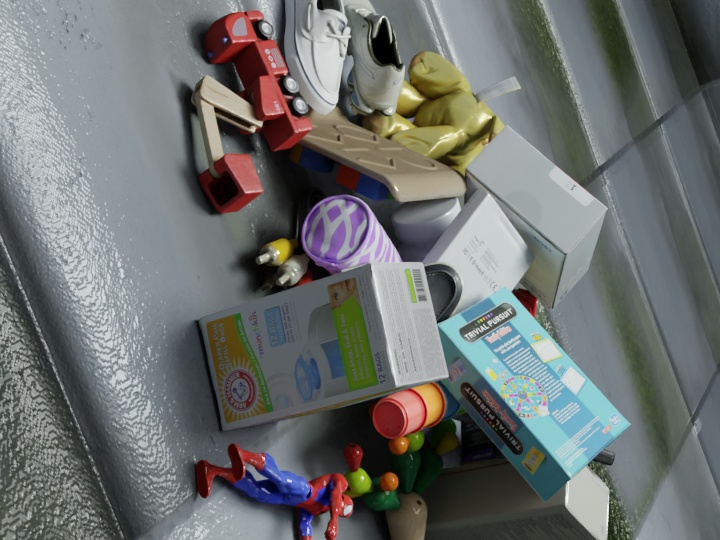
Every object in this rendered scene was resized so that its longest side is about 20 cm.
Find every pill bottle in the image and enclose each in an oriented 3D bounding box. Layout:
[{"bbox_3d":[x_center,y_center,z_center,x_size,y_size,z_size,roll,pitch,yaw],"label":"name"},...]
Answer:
[{"bbox_3d":[0.099,0.018,1.482,0.112,0.111,0.202,-56,134,-55],"label":"pill bottle"}]

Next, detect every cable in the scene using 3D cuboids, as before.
[{"bbox_3d":[-0.053,-0.017,1.337,0.098,0.050,0.200,57,33,-17],"label":"cable"}]

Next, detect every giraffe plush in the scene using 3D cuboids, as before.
[{"bbox_3d":[0.103,-0.164,1.606,0.163,0.197,0.175,82,2,-58],"label":"giraffe plush"}]

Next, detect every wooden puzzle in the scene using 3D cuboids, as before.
[{"bbox_3d":[0.001,-0.123,1.414,0.199,0.047,0.185,32,20,23],"label":"wooden puzzle"}]

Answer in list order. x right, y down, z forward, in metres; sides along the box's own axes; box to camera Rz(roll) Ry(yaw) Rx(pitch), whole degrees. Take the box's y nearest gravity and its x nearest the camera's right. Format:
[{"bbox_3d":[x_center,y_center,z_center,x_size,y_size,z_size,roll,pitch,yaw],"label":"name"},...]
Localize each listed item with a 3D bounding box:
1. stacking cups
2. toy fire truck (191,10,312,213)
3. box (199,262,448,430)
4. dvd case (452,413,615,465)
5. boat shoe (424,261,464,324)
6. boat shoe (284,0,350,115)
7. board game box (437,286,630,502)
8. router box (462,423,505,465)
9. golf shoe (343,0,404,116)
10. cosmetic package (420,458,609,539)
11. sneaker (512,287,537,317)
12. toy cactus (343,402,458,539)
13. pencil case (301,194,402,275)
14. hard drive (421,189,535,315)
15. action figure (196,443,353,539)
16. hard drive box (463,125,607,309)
[{"bbox_3d":[0.072,0.128,1.307,0.199,0.060,0.061,-7,81,-61],"label":"stacking cups"},{"bbox_3d":[-0.123,-0.166,1.290,0.140,0.049,0.202,-16,79,-45],"label":"toy fire truck"},{"bbox_3d":[-0.036,0.071,1.169,0.101,0.198,0.114,-1,77,-59],"label":"box"},{"bbox_3d":[0.189,0.187,1.448,0.141,0.200,0.018,18,84,-10],"label":"dvd case"},{"bbox_3d":[0.023,0.057,1.292,0.075,0.198,0.062,61,-10,1],"label":"boat shoe"},{"bbox_3d":[-0.045,-0.274,1.459,0.073,0.065,0.202,24,47,-47],"label":"boat shoe"},{"bbox_3d":[0.170,0.123,1.317,0.200,0.047,0.150,49,35,14],"label":"board game box"},{"bbox_3d":[0.202,0.213,1.646,0.200,0.052,0.159,39,44,-44],"label":"router box"},{"bbox_3d":[0.012,-0.286,1.520,0.077,0.097,0.202,-8,65,-28],"label":"golf shoe"},{"bbox_3d":[0.163,0.263,1.399,0.104,0.198,0.074,46,42,-39],"label":"cosmetic package"},{"bbox_3d":[0.161,0.015,1.620,0.201,0.114,0.079,61,30,-21],"label":"sneaker"},{"bbox_3d":[0.038,0.222,1.349,0.200,0.101,0.168,-25,115,-63],"label":"toy cactus"},{"bbox_3d":[0.000,0.000,1.349,0.086,0.083,0.200,-66,152,-20],"label":"pencil case"},{"bbox_3d":[0.102,0.028,1.389,0.201,0.027,0.132,-53,136,-9],"label":"hard drive"},{"bbox_3d":[-0.063,0.228,1.175,0.199,0.065,0.100,24,46,-52],"label":"action figure"},{"bbox_3d":[0.202,-0.058,1.515,0.156,0.077,0.200,42,-11,15],"label":"hard drive box"}]
